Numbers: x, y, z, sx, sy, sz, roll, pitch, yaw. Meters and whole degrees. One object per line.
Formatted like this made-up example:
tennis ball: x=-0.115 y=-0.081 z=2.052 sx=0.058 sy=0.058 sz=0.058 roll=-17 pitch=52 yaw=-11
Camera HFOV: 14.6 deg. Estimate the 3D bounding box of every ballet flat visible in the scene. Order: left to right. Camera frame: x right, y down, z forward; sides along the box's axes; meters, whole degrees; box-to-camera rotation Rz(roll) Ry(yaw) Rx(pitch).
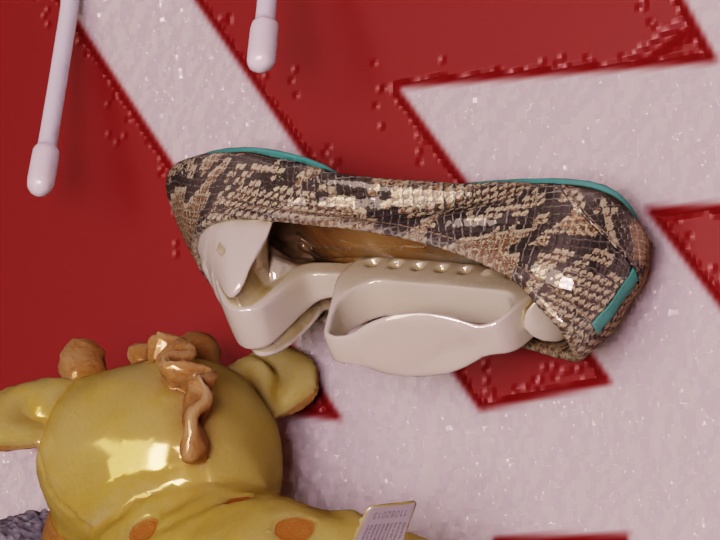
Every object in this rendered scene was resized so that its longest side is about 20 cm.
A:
ballet flat: x=0.000 y=0.000 z=0.954 sx=0.200 sy=0.068 sz=0.075 roll=6 pitch=50 yaw=34

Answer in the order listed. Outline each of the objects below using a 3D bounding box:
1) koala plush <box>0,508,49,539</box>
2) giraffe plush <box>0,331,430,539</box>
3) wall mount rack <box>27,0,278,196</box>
koala plush: x=-0.186 y=0.192 z=0.987 sx=0.177 sy=0.200 sz=0.184 roll=-33 pitch=66 yaw=27
giraffe plush: x=-0.065 y=0.100 z=0.952 sx=0.200 sy=0.173 sz=0.162 roll=-53 pitch=43 yaw=20
wall mount rack: x=-0.091 y=-0.134 z=1.038 sx=0.200 sy=0.075 sz=0.174 roll=-26 pitch=85 yaw=36
